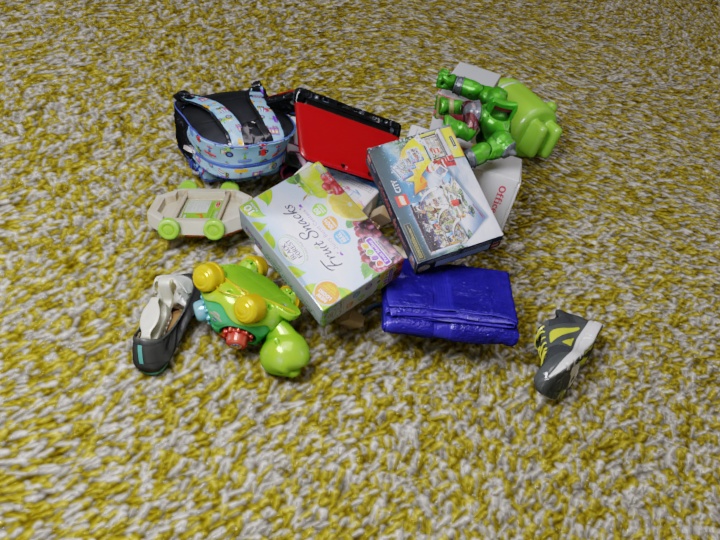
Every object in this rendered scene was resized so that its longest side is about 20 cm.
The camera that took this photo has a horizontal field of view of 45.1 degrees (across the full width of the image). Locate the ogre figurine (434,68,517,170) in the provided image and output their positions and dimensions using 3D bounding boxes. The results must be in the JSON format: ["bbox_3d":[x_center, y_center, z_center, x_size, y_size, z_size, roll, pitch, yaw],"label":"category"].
[{"bbox_3d":[0.186,-0.239,1.393,0.119,0.099,0.201,2,38,-6],"label":"ogre figurine"}]

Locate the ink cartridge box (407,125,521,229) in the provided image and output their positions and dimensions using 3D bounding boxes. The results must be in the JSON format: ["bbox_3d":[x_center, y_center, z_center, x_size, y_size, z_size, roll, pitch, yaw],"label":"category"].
[{"bbox_3d":[0.157,-0.140,1.471,0.199,0.146,0.084,18,39,2],"label":"ink cartridge box"}]

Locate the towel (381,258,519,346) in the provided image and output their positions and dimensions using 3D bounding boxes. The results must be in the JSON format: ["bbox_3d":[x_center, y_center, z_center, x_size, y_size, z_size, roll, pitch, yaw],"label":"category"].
[{"bbox_3d":[0.127,0.037,1.249,0.199,0.050,0.148,7,43,-7],"label":"towel"}]

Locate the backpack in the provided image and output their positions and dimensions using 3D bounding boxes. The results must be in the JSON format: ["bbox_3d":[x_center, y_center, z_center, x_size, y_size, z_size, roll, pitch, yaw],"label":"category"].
[{"bbox_3d":[-0.201,-0.215,1.435,0.182,0.135,0.200,-13,37,-26],"label":"backpack"}]

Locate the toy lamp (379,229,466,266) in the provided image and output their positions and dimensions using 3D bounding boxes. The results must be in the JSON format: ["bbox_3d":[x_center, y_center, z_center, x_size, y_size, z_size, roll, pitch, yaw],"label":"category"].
[{"bbox_3d":[0.101,-0.009,1.373,0.199,0.058,0.058,26,40,2],"label":"toy lamp"}]

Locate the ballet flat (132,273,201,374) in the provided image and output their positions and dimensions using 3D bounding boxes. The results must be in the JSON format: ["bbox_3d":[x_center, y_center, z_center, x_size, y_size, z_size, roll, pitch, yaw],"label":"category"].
[{"bbox_3d":[-0.260,0.052,1.181,0.068,0.069,0.201,-2,38,9],"label":"ballet flat"}]

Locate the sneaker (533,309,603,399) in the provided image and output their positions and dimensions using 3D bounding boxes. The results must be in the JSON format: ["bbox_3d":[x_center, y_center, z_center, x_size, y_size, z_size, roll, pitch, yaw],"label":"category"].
[{"bbox_3d":[0.290,0.123,1.290,0.084,0.075,0.200,27,32,22],"label":"sneaker"}]

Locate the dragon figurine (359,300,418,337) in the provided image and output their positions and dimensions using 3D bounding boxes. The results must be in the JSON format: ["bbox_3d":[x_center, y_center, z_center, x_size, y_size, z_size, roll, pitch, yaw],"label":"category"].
[{"bbox_3d":[0.097,0.060,1.299,0.199,0.059,0.099,-15,48,-33],"label":"dragon figurine"}]

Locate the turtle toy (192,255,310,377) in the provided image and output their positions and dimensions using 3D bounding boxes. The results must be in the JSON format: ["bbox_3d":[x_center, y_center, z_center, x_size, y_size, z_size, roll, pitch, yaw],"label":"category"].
[{"bbox_3d":[-0.145,0.063,1.184,0.200,0.101,0.146,36,21,20],"label":"turtle toy"}]

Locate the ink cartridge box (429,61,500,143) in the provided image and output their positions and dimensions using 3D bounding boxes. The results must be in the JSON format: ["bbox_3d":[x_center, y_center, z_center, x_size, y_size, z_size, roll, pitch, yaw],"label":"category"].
[{"bbox_3d":[0.176,-0.252,1.575,0.083,0.201,0.145,20,40,11],"label":"ink cartridge box"}]

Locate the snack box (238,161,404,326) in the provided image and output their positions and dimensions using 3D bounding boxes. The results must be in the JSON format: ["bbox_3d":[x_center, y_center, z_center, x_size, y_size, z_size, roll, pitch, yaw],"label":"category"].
[{"bbox_3d":[-0.056,-0.040,1.205,0.142,0.053,0.200,-33,68,-20],"label":"snack box"}]

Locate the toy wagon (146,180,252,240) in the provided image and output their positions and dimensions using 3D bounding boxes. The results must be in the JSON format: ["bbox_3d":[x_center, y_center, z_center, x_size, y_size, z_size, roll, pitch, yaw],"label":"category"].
[{"bbox_3d":[-0.226,-0.092,1.348,0.199,0.040,0.155,1,29,1],"label":"toy wagon"}]

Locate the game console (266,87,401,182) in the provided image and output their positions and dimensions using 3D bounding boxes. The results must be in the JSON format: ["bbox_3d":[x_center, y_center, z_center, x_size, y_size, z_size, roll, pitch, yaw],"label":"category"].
[{"bbox_3d":[-0.040,-0.202,1.373,0.199,0.119,0.172,14,-5,-33],"label":"game console"}]

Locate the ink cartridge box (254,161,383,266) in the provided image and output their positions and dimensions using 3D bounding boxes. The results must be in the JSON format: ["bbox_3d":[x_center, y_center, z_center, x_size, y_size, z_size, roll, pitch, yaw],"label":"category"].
[{"bbox_3d":[-0.062,-0.073,1.350,0.128,0.126,0.200,26,40,12],"label":"ink cartridge box"}]

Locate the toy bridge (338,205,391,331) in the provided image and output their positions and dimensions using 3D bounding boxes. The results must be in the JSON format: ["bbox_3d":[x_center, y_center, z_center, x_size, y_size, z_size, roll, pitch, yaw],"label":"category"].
[{"bbox_3d":[0.000,0.000,1.308,0.027,0.067,0.201,28,64,-24],"label":"toy bridge"}]

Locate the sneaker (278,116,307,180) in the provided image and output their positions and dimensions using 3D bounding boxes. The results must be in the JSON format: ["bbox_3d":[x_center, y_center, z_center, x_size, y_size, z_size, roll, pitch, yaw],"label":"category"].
[{"bbox_3d":[-0.112,-0.199,1.521,0.086,0.081,0.200,-27,42,-13],"label":"sneaker"}]

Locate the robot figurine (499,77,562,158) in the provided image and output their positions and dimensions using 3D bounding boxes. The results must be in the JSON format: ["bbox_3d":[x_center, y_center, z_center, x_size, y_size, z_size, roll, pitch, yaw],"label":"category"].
[{"bbox_3d":[0.314,-0.309,1.747,0.175,0.116,0.200,-5,42,-36],"label":"robot figurine"}]

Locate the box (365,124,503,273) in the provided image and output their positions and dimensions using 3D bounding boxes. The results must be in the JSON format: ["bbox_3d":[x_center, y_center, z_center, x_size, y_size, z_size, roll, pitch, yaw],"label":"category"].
[{"bbox_3d":[0.106,-0.108,1.276,0.136,0.038,0.201,-18,68,-11],"label":"box"}]
